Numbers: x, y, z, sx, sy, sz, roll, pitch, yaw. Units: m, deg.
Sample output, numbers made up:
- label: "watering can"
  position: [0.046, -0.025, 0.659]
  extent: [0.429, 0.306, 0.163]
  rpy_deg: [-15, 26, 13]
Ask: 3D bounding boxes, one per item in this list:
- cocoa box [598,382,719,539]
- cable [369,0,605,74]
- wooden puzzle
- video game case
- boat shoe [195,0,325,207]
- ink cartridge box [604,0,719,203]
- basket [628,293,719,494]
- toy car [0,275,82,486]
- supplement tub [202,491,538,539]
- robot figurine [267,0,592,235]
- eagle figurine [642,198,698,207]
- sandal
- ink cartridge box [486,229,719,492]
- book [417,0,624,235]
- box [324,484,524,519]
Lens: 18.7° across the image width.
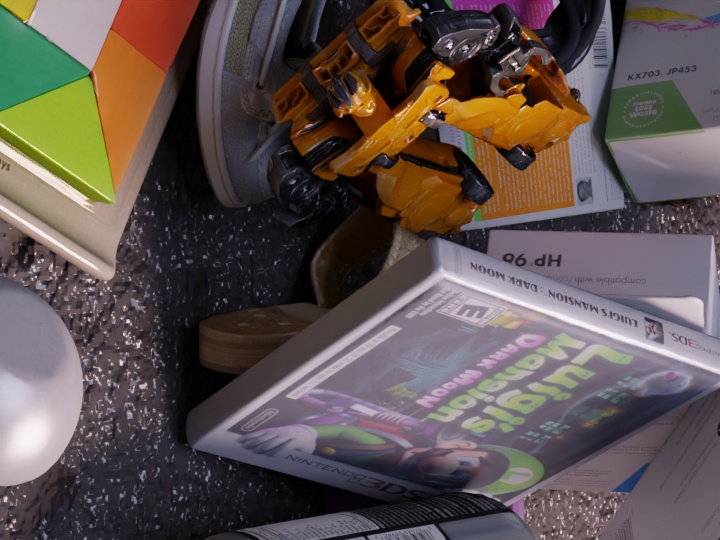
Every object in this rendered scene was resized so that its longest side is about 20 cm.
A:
- label: "cocoa box"
  position: [0.217, 0.150, 1.085]
  extent: [0.131, 0.200, 0.134]
  rpy_deg: [3, 55, -13]
- label: "cable"
  position: [0.061, -0.172, 1.163]
  extent: [0.200, 0.051, 0.164]
  rpy_deg: [-12, 77, -50]
- label: "wooden puzzle"
  position: [-0.132, -0.120, 0.953]
  extent: [0.185, 0.037, 0.201]
  rpy_deg: [36, 64, -47]
- label: "video game case"
  position: [0.045, 0.060, 1.036]
  extent: [0.181, 0.200, 0.023]
  rpy_deg: [18, 53, -32]
- label: "boat shoe"
  position: [-0.033, -0.123, 1.024]
  extent: [0.074, 0.064, 0.203]
  rpy_deg: [-45, 147, -71]
- label: "ink cartridge box"
  position: [0.221, -0.144, 1.316]
  extent: [0.067, 0.117, 0.201]
  rpy_deg: [55, 39, -47]
- label: "basket"
  position: [0.208, 0.076, 1.261]
  extent: [0.136, 0.199, 0.124]
  rpy_deg: [15, 85, -81]
- label: "toy car"
  position: [-0.215, 0.045, 0.787]
  extent: [0.200, 0.175, 0.150]
  rpy_deg: [-9, 63, -51]
- label: "supplement tub"
  position: [-0.012, 0.178, 1.042]
  extent: [0.199, 0.122, 0.123]
  rpy_deg: [-6, 98, -34]
- label: "robot figurine"
  position: [0.030, -0.072, 1.032]
  extent: [0.058, 0.145, 0.200]
  rpy_deg: [56, 17, 22]
- label: "eagle figurine"
  position: [0.280, -0.059, 1.416]
  extent: [0.199, 0.152, 0.151]
  rpy_deg: [-3, 132, -36]
- label: "sandal"
  position: [0.004, 0.001, 1.108]
  extent: [0.211, 0.077, 0.070]
  rpy_deg: [-11, 108, -47]
- label: "ink cartridge box"
  position: [0.124, 0.039, 1.106]
  extent: [0.200, 0.115, 0.068]
  rpy_deg: [73, 22, -56]
- label: "book"
  position: [0.084, -0.094, 1.231]
  extent: [0.200, 0.048, 0.134]
  rpy_deg: [-8, 96, -53]
- label: "box"
  position: [0.037, 0.138, 1.192]
  extent: [0.137, 0.039, 0.201]
  rpy_deg: [-11, 102, -51]
